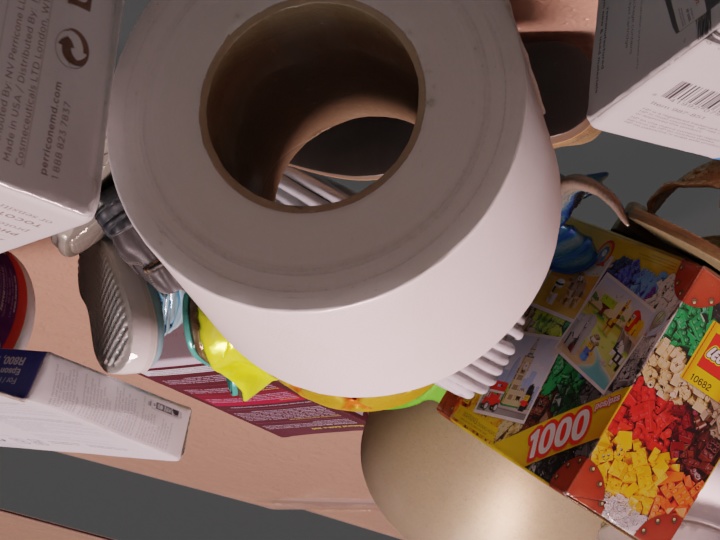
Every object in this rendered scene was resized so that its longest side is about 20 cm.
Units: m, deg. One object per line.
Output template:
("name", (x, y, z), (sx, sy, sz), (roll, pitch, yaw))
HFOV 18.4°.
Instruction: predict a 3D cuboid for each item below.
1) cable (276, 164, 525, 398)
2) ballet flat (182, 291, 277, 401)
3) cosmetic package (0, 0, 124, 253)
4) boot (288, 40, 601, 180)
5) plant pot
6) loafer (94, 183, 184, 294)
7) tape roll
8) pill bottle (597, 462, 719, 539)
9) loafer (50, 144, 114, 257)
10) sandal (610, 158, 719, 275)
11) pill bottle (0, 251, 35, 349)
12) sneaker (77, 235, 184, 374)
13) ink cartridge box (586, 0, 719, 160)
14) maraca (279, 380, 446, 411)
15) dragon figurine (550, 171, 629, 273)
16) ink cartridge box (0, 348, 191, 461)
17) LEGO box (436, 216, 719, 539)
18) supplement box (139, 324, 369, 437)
("cable", (0.000, 0.000, 1.275), (0.199, 0.070, 0.200), (32, 179, -32))
("ballet flat", (-0.059, 0.038, 1.313), (0.066, 0.067, 0.200), (-10, 172, 3))
("cosmetic package", (-0.232, -0.105, 1.051), (0.165, 0.169, 0.199), (20, 158, -36))
("boot", (0.036, -0.080, 1.197), (0.198, 0.074, 0.075), (-1, 170, 16))
("plant pot", (0.108, 0.094, 1.532), (0.198, 0.201, 0.135), (8, 134, -5))
("loafer", (-0.106, -0.015, 1.356), (0.072, 0.073, 0.200), (-27, 173, 13))
("tape roll", (-0.009, -0.054, 1.072), (0.201, 0.205, 0.139), (2, 162, 14))
("pill bottle", (0.201, 0.094, 1.434), (0.111, 0.202, 0.112), (6, 162, 2))
("loafer", (-0.170, -0.067, 1.308), (0.063, 0.072, 0.200), (50, 160, 8))
("sandal", (0.197, -0.038, 1.279), (0.077, 0.070, 0.212), (33, 179, -6))
("pill bottle", (-0.317, 0.007, 1.496), (0.112, 0.113, 0.200), (-5, 159, 30))
("sneaker", (-0.132, 0.011, 1.429), (0.081, 0.075, 0.200), (4, -158, -14))
("ink cartridge box", (0.211, -0.117, 0.993), (0.144, 0.084, 0.200), (13, 160, -18))
("maraca", (0.012, 0.035, 1.448), (0.198, 0.107, 0.138), (13, 128, 19))
("dragon figurine", (0.109, -0.034, 1.308), (0.099, 0.059, 0.199), (19, 162, -38))
("ink cartridge box", (-0.242, 0.075, 1.407), (0.198, 0.041, 0.200), (1, 165, 34))
("LEGO box", (0.145, 0.060, 1.310), (0.077, 0.150, 0.200), (32, 178, -22))
("supplement box", (-0.076, 0.070, 1.680), (0.108, 0.061, 0.200), (-6, 157, 36))
